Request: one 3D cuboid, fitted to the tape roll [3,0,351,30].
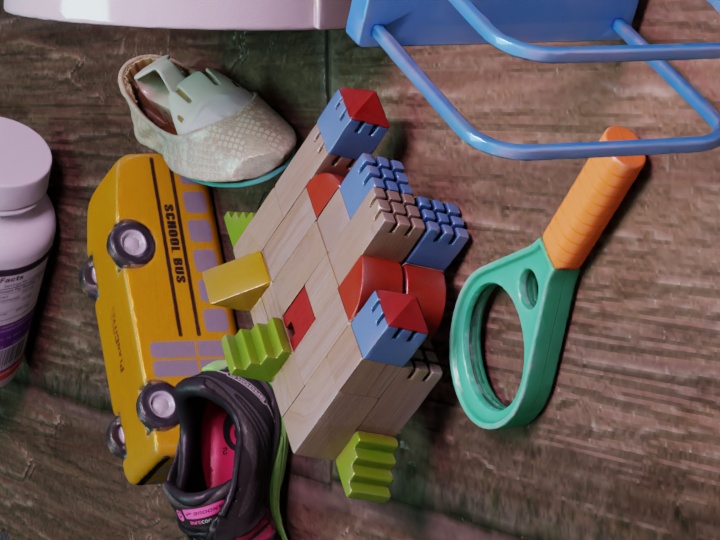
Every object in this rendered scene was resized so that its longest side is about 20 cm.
[{"bbox_3d":[-0.091,-0.205,1.369,0.203,0.202,0.139,19,109,62],"label":"tape roll"}]

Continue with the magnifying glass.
[{"bbox_3d":[0.087,0.004,1.224,0.200,0.022,0.080,-60,40,46],"label":"magnifying glass"}]

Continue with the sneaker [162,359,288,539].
[{"bbox_3d":[-0.081,0.152,1.495,0.077,0.084,0.200,-16,78,36],"label":"sneaker"}]

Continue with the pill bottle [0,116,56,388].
[{"bbox_3d":[-0.287,-0.012,1.887,0.111,0.111,0.200,62,144,42],"label":"pill bottle"}]

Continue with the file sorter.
[{"bbox_3d":[0.099,-0.158,1.043,0.123,0.139,0.200,54,139,46],"label":"file sorter"}]

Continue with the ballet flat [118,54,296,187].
[{"bbox_3d":[-0.103,-0.095,1.541,0.200,0.067,0.062,21,142,62],"label":"ballet flat"}]

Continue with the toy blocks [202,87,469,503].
[{"bbox_3d":[0.000,0.000,1.339,0.137,0.100,0.200,-54,38,34],"label":"toy blocks"}]

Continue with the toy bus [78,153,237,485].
[{"bbox_3d":[-0.124,0.030,1.592,0.065,0.078,0.200,-44,53,56],"label":"toy bus"}]
